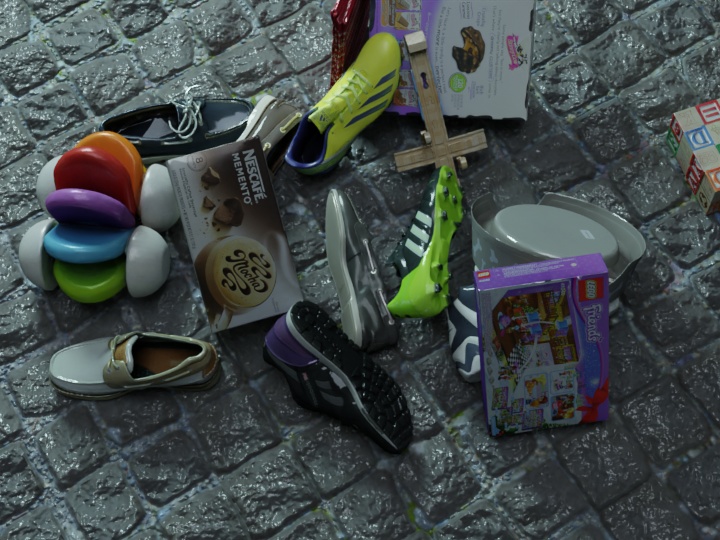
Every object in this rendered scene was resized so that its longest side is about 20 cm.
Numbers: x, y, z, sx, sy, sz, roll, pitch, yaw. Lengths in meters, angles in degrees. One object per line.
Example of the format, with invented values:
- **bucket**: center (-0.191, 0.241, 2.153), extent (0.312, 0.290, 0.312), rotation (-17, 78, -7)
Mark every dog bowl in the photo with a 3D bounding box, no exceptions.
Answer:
- **dog bowl**: center (0.215, -0.025, 1.412), extent (0.197, 0.059, 0.201), rotation (9, 26, -4)

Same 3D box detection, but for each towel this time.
- **towel**: center (-0.011, -0.303, 1.533), extent (0.022, 0.200, 0.146), rotation (16, 66, 4)

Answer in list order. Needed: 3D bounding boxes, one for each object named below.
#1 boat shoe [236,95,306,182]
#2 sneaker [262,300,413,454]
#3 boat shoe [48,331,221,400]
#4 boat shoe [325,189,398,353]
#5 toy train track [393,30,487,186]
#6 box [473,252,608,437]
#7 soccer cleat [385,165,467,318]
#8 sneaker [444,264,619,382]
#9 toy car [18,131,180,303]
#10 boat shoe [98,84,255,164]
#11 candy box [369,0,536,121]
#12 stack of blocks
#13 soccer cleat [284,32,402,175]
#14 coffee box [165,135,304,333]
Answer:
- **boat shoe**: center (-0.128, -0.123, 1.528), extent (0.059, 0.072, 0.201), rotation (20, 62, 14)
- **sneaker**: center (-0.027, 0.132, 1.407), extent (0.200, 0.088, 0.076), rotation (49, 34, 3)
- **boat shoe**: center (-0.260, 0.100, 1.427), extent (0.197, 0.069, 0.076), rotation (-5, 64, 1)
- **boat shoe**: center (0.000, 0.000, 1.468), extent (0.056, 0.067, 0.202), rotation (-3, 68, -19)
- **toy train track**: center (0.088, -0.183, 1.498), extent (0.113, 0.033, 0.202), rotation (-16, 102, -4)
- **box**: center (0.194, 0.082, 1.342), extent (0.135, 0.202, 0.039), rotation (-8, 34, -1)
- **soccer cleat**: center (0.072, -0.035, 1.450), extent (0.080, 0.068, 0.202), rotation (-11, 52, 31)
- **sneaker**: center (0.183, 0.031, 1.427), extent (0.197, 0.080, 0.131), rotation (-24, 73, 3)
- **toy car**: center (-0.307, -0.068, 1.466), extent (0.173, 0.150, 0.202), rotation (6, 65, 6)
- **boat shoe**: center (-0.225, -0.183, 1.565), extent (0.197, 0.062, 0.076), rotation (-8, 62, -1)
- **candy box**: center (0.110, -0.276, 1.531), extent (0.197, 0.170, 0.072), rotation (4, 25, 5)
- **stack of blocks**: center (0.484, -0.157, 1.512), extent (0.198, 0.059, 0.116), rotation (-19, 65, -6)
- **soccer cleat**: center (-0.020, -0.193, 1.496), extent (0.065, 0.083, 0.201), rotation (47, 118, 24)
- **coffee box**: center (-0.142, -0.041, 1.439), extent (0.112, 0.080, 0.202), rotation (-15, 91, -4)
